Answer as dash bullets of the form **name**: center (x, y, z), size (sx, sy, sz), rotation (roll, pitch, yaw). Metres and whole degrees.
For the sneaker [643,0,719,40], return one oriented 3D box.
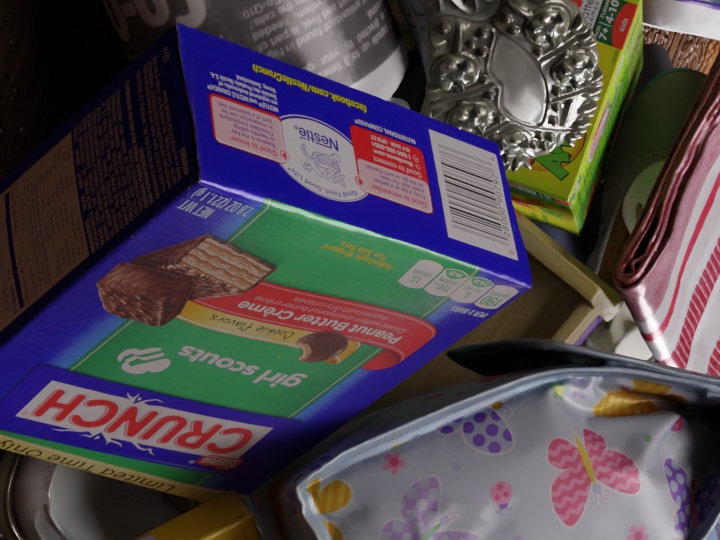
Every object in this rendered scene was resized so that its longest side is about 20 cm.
- **sneaker**: center (0.239, -0.216, 1.618), size (0.199, 0.080, 0.148), rotation (1, 102, -53)

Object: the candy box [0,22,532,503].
- **candy box**: center (-0.062, 0.006, 1.031), size (0.168, 0.200, 0.077), rotation (17, 51, -37)

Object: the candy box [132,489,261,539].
- **candy box**: center (-0.124, 0.179, 1.097), size (0.199, 0.026, 0.103), rotation (-27, 124, -15)

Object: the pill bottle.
- **pill bottle**: center (-0.048, -0.112, 1.103), size (0.113, 0.113, 0.201), rotation (-43, 115, -45)

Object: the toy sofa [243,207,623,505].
- **toy sofa**: center (0.037, 0.066, 1.284), size (0.200, 0.083, 0.098), rotation (-51, 162, 0)

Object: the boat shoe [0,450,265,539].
- **boat shoe**: center (-0.089, 0.117, 1.188), size (0.200, 0.068, 0.075), rotation (33, 70, -57)

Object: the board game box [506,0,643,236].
- **board game box**: center (0.102, -0.080, 1.282), size (0.200, 0.047, 0.102), rotation (31, 79, -82)

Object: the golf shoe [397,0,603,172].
- **golf shoe**: center (0.044, -0.129, 1.101), size (0.200, 0.078, 0.098), rotation (59, 10, -46)

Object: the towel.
- **towel**: center (0.192, -0.005, 1.351), size (0.145, 0.023, 0.200), rotation (-62, 148, -18)

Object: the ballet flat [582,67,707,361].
- **ballet flat**: center (0.155, -0.012, 1.370), size (0.064, 0.067, 0.201), rotation (-105, -157, -47)

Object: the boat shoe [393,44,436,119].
- **boat shoe**: center (0.023, -0.067, 1.237), size (0.075, 0.066, 0.200), rotation (48, 55, -54)

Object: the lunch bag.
- **lunch bag**: center (0.062, 0.095, 1.139), size (0.199, 0.170, 0.128), rotation (-21, 89, -10)

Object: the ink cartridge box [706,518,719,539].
- **ink cartridge box**: center (0.110, 0.155, 1.281), size (0.200, 0.136, 0.077), rotation (-52, 134, -45)

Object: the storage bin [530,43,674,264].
- **storage bin**: center (0.153, -0.022, 1.493), size (0.135, 0.145, 0.201), rotation (-98, 170, -49)

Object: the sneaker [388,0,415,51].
- **sneaker**: center (0.033, -0.128, 1.311), size (0.131, 0.079, 0.201), rotation (-53, 139, -38)
